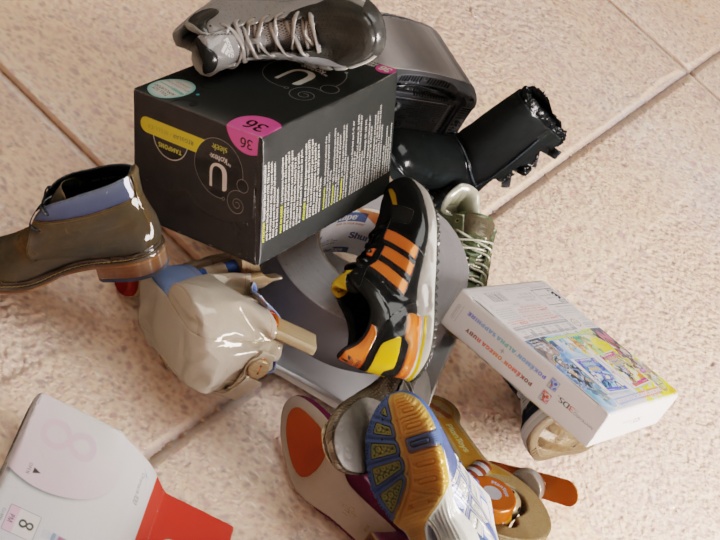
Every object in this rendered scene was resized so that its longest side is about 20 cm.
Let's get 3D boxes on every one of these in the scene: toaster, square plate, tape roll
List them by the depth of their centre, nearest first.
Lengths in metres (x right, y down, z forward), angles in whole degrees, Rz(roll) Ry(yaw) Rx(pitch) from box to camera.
[{"bbox_3d":[0.000,0.000,1.711,0.199,0.066,0.201,13,46,-13],"label":"tape roll"},{"bbox_3d":[-0.015,0.067,1.725,0.198,0.028,0.200,30,36,-2],"label":"square plate"},{"bbox_3d":[0.037,-0.210,1.999,0.199,0.114,0.129,4,45,-33],"label":"toaster"}]

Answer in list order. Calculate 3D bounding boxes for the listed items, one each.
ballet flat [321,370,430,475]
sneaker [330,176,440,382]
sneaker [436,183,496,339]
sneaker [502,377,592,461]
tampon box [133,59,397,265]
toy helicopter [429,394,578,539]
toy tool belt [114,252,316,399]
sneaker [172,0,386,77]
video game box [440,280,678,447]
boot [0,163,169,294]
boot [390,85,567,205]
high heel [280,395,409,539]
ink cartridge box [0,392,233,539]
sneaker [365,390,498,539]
[{"bbox_3d":[0.008,0.129,1.586,0.200,0.046,0.068,-38,117,-62],"label":"ballet flat"},{"bbox_3d":[0.018,-0.001,1.611,0.090,0.070,0.201,10,62,-19],"label":"sneaker"},{"bbox_3d":[0.101,-0.019,1.834,0.067,0.090,0.200,25,25,-19],"label":"sneaker"},{"bbox_3d":[0.177,0.123,1.760,0.109,0.070,0.200,52,15,19],"label":"sneaker"},{"bbox_3d":[-0.084,-0.115,1.618,0.149,0.127,0.200,21,33,30],"label":"tampon box"},{"bbox_3d":[0.113,0.185,1.677,0.132,0.079,0.200,-2,39,-31],"label":"toy helicopter"},{"bbox_3d":[-0.129,0.031,1.604,0.122,0.125,0.200,-6,29,-29],"label":"toy tool belt"},{"bbox_3d":[-0.082,-0.197,1.573,0.199,0.075,0.115,9,31,37],"label":"sneaker"},{"bbox_3d":[0.191,0.083,1.700,0.182,0.047,0.200,39,19,22],"label":"video game box"},{"bbox_3d":[-0.268,-0.040,1.532,0.199,0.097,0.075,-5,33,1],"label":"boot"},{"bbox_3d":[0.120,-0.136,1.896,0.198,0.162,0.074,25,37,-60],"label":"boot"},{"bbox_3d":[0.000,0.196,1.596,0.096,0.067,0.200,12,44,-53],"label":"high heel"},{"bbox_3d":[-0.196,0.204,1.432,0.199,0.057,0.163,24,38,-8],"label":"ink cartridge box"},{"bbox_3d":[0.067,0.193,1.537,0.088,0.075,0.201,-28,101,-59],"label":"sneaker"}]
